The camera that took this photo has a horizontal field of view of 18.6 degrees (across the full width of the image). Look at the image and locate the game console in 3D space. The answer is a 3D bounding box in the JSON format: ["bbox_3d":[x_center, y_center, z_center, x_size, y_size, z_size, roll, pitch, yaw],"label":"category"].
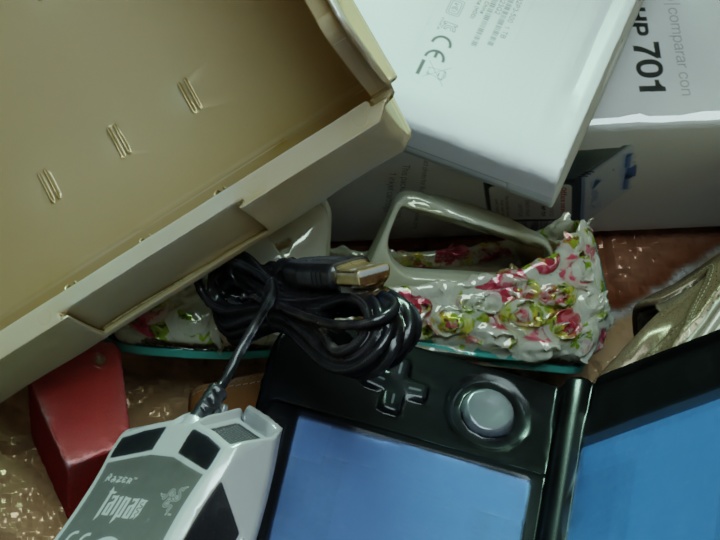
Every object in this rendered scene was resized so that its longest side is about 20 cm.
[{"bbox_3d":[0.045,0.092,0.695,0.175,0.117,0.201,16,53,-3],"label":"game console"}]

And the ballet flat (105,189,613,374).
[{"bbox_3d":[0.000,0.000,0.832,0.198,0.064,0.076,2,16,-11],"label":"ballet flat"}]

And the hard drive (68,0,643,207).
[{"bbox_3d":[0.004,-0.115,0.831,0.199,0.026,0.132,21,62,10],"label":"hard drive"}]

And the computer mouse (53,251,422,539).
[{"bbox_3d":[-0.057,0.078,0.712,0.109,0.044,0.201,4,54,48],"label":"computer mouse"}]

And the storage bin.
[{"bbox_3d":[-0.114,-0.085,0.752,0.199,0.094,0.199,-31,72,7],"label":"storage bin"}]

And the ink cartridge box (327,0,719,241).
[{"bbox_3d":[0.064,-0.096,0.888,0.198,0.086,0.147,-3,61,-4],"label":"ink cartridge box"}]

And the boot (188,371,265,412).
[{"bbox_3d":[-0.051,0.110,0.772,0.199,0.074,0.156,-1,60,-18],"label":"boot"}]

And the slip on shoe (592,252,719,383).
[{"bbox_3d":[0.133,0.023,0.841,0.060,0.076,0.201,22,64,25],"label":"slip on shoe"}]

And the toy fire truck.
[{"bbox_3d":[-0.177,0.011,0.825,0.140,0.049,0.201,-17,63,-15],"label":"toy fire truck"}]
